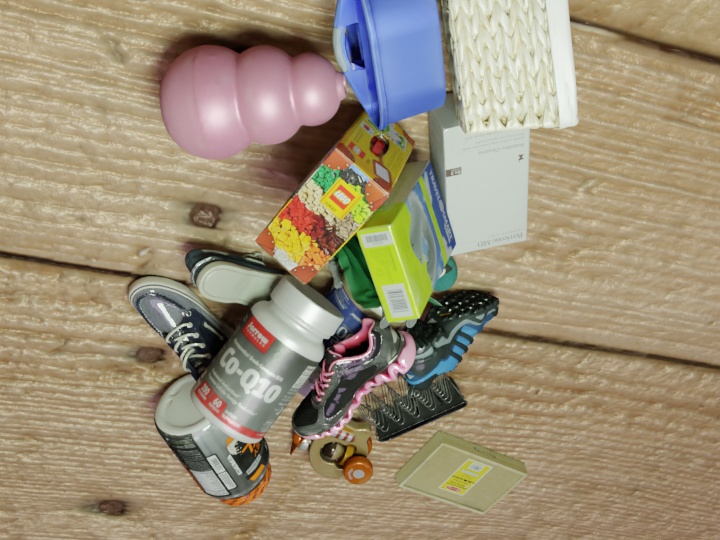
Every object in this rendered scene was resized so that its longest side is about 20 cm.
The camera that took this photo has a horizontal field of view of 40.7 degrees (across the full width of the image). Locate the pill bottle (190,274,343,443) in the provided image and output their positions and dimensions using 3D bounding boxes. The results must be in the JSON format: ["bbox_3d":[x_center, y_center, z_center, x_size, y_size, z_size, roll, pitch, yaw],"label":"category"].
[{"bbox_3d":[-0.118,0.112,1.253,0.114,0.114,0.200,33,97,-33],"label":"pill bottle"}]

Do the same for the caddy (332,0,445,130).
[{"bbox_3d":[0.021,-0.251,1.047,0.105,0.142,0.201,-16,131,-6],"label":"caddy"}]

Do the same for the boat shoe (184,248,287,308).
[{"bbox_3d":[-0.149,0.017,1.283,0.200,0.062,0.075,14,116,-47],"label":"boat shoe"}]

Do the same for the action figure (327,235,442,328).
[{"bbox_3d":[0.000,0.000,1.222,0.118,0.200,0.055,4,120,-37],"label":"action figure"}]

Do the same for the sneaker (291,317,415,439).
[{"bbox_3d":[-0.026,0.134,1.257,0.200,0.079,0.095,-44,130,10],"label":"sneaker"}]

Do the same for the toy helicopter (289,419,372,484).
[{"bbox_3d":[-0.049,0.240,1.508,0.132,0.079,0.201,-2,120,1],"label":"toy helicopter"}]

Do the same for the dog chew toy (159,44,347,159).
[{"bbox_3d":[-0.114,-0.190,1.064,0.199,0.125,0.125,-6,132,7],"label":"dog chew toy"}]

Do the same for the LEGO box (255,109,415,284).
[{"bbox_3d":[-0.024,-0.093,1.122,0.077,0.200,0.149,41,115,-7],"label":"LEGO box"}]

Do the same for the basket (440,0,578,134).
[{"bbox_3d":[0.154,-0.252,1.044,0.123,0.136,0.201,-8,107,3],"label":"basket"}]

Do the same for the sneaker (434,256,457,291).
[{"bbox_3d":[0.067,-0.021,1.289,0.071,0.080,0.200,-35,128,18],"label":"sneaker"}]

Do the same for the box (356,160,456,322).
[{"bbox_3d":[0.061,-0.043,1.146,0.047,0.200,0.122,-8,117,25],"label":"box"}]

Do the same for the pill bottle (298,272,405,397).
[{"bbox_3d":[-0.020,0.087,1.342,0.111,0.111,0.200,22,122,-28],"label":"pill bottle"}]

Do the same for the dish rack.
[{"bbox_3d":[0.063,0.187,1.447,0.153,0.055,0.200,-26,153,9],"label":"dish rack"}]

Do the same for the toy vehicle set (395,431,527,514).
[{"bbox_3d":[0.175,0.350,1.665,0.199,0.027,0.124,25,121,-29],"label":"toy vehicle set"}]

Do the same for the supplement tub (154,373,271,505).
[{"bbox_3d":[-0.210,0.253,1.435,0.122,0.123,0.200,-20,132,4],"label":"supplement tub"}]

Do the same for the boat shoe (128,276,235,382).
[{"bbox_3d":[-0.229,0.091,1.312,0.075,0.093,0.200,-38,128,19],"label":"boat shoe"}]

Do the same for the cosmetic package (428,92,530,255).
[{"bbox_3d":[0.149,-0.125,1.220,0.112,0.081,0.201,-13,130,-4],"label":"cosmetic package"}]

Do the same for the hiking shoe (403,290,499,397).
[{"bbox_3d":[0.121,0.094,1.359,0.200,0.074,0.087,-28,127,-37],"label":"hiking shoe"}]
